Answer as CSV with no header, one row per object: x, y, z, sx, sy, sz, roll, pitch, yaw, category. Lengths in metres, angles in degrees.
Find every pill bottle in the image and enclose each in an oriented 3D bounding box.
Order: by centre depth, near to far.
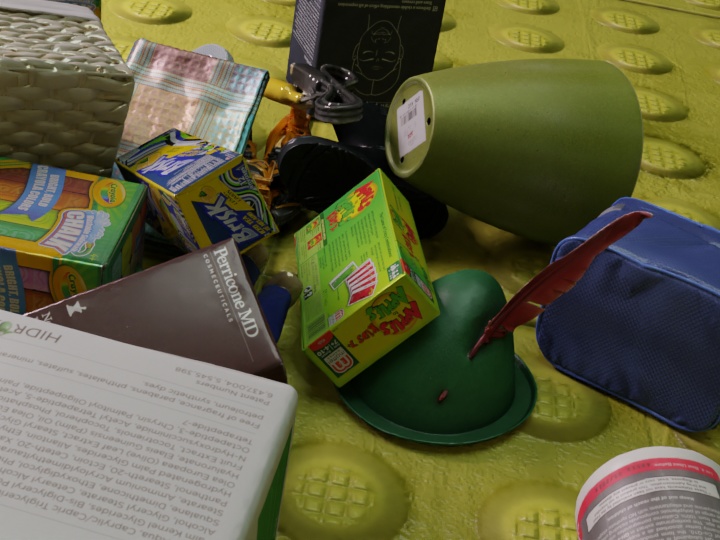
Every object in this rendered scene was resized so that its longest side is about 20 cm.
0.195,0.211,0.694,0.110,0.111,0.201,9,32,-3,pill bottle

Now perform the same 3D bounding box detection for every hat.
0.082,0.015,0.901,0.199,0.177,0.165,-17,41,-36,hat

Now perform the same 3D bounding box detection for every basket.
-0.302,-0.144,0.960,0.199,0.136,0.123,-4,37,-40,basket

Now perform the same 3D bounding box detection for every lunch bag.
0.264,0.031,0.969,0.199,0.137,0.132,27,36,24,lunch bag

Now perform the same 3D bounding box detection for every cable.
-0.030,-0.166,1.138,0.096,0.051,0.200,-2,24,-24,cable

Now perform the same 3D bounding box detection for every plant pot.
0.130,-0.122,1.091,0.198,0.188,0.187,6,31,-26,plant pot

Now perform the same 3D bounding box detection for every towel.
-0.180,-0.118,1.072,0.145,0.022,0.201,15,70,8,towel

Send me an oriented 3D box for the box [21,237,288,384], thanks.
-0.157,0.066,0.766,0.199,0.075,0.101,-21,69,-11,box

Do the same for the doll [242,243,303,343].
-0.106,0.069,0.856,0.136,0.048,0.201,44,45,-14,doll

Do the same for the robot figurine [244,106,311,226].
-0.113,-0.110,1.151,0.144,0.059,0.201,9,32,2,robot figurine

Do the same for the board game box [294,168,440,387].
0.000,0.000,0.955,0.048,0.101,0.200,47,15,-25,board game box

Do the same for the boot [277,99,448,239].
-0.002,-0.118,1.151,0.197,0.074,0.163,19,33,-26,boot

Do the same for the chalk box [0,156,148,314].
-0.233,0.004,0.879,0.198,0.125,0.125,9,33,-2,chalk box

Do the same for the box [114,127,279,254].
-0.138,-0.063,0.935,0.064,0.070,0.200,-31,23,-15,box

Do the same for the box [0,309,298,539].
-0.152,0.160,0.590,0.198,0.200,0.172,14,33,5,box

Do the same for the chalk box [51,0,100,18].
-0.339,-0.279,1.201,0.123,0.201,0.125,-2,34,-19,chalk box

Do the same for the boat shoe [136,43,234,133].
-0.201,-0.144,1.136,0.199,0.062,0.072,-34,51,-6,boat shoe

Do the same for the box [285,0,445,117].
0.007,-0.288,1.330,0.147,0.201,0.107,-2,33,-20,box
